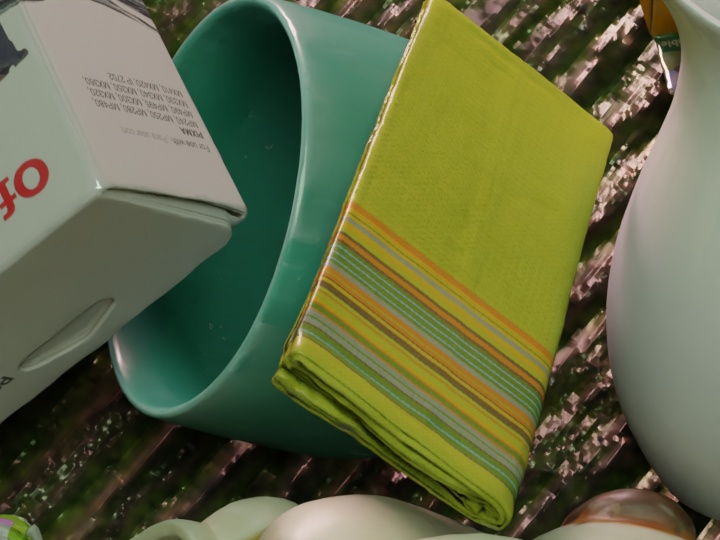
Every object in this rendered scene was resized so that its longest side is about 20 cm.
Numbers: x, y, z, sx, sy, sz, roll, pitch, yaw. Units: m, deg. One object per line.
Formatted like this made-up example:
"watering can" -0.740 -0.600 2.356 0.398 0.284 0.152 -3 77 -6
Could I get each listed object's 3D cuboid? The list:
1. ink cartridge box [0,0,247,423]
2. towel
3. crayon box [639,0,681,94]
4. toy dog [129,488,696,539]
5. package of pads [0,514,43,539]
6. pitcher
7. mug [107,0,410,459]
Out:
"ink cartridge box" -0.149 -0.063 0.914 0.145 0.084 0.201 -37 67 23
"towel" 0.031 -0.008 0.849 0.086 0.018 0.200 38 38 -14
"crayon box" 0.161 -0.153 1.026 0.125 0.052 0.201 -6 43 -3
"toy dog" 0.036 0.126 0.886 0.199 0.194 0.140 4 47 -34
"package of pads" -0.196 0.164 0.891 0.199 0.068 0.156 -7 98 -3
"pitcher" 0.165 -0.009 0.912 0.171 0.201 0.121 20 34 36
"mug" -0.006 0.002 0.941 0.114 0.152 0.186 15 46 -28
